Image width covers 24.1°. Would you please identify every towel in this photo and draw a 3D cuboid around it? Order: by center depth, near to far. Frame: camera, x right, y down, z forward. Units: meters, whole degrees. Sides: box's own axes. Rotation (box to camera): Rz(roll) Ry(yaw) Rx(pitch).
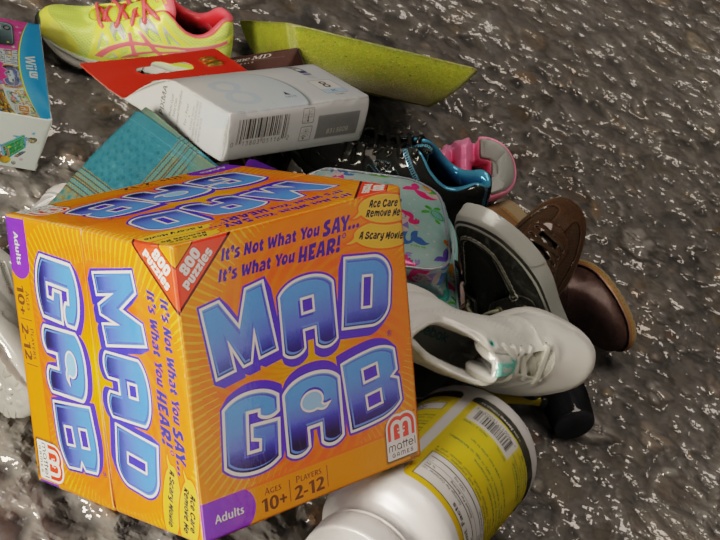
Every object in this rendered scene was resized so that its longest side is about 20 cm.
[{"bbox_3d":[-0.188,-0.019,1.333,0.147,0.022,0.200,39,81,18],"label":"towel"}]

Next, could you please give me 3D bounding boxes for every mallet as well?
[{"bbox_3d":[0.108,0.114,1.438,0.200,0.041,0.066,-2,46,-25],"label":"mallet"}]

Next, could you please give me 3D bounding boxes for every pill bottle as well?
[{"bbox_3d":[0.042,0.176,1.252,0.112,0.113,0.200,35,38,13],"label":"pill bottle"}]

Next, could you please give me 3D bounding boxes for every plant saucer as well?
[{"bbox_3d":[-0.010,-0.205,1.691,0.199,0.048,0.200,11,5,-19],"label":"plant saucer"}]

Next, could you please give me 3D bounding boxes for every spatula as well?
[{"bbox_3d":[-0.071,-0.078,1.381,0.056,0.021,0.200,27,8,-8],"label":"spatula"}]

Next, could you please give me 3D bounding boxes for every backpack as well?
[{"bbox_3d":[0.000,0.000,1.418,0.177,0.151,0.200,7,30,-1],"label":"backpack"}]

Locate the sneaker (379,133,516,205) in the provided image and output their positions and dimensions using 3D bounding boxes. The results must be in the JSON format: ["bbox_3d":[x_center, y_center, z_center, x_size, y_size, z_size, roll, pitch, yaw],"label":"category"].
[{"bbox_3d":[0.047,-0.086,1.625,0.200,0.095,0.079,4,79,0],"label":"sneaker"}]

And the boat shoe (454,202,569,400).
[{"bbox_3d":[0.121,0.030,1.373,0.071,0.200,0.064,17,59,44],"label":"boat shoe"}]

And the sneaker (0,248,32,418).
[{"bbox_3d":[-0.281,0.027,1.272,0.080,0.076,0.200,-19,55,-37],"label":"sneaker"}]

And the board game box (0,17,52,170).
[{"bbox_3d":[-0.379,-0.169,1.474,0.200,0.064,0.148,8,40,-24],"label":"board game box"}]

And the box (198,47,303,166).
[{"bbox_3d":[-0.115,-0.123,1.531,0.100,0.075,0.200,-7,30,18],"label":"box"}]

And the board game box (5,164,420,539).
[{"bbox_3d":[-0.103,0.047,1.185,0.200,0.200,0.200,-17,18,-40],"label":"board game box"}]

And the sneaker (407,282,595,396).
[{"bbox_3d":[0.103,0.066,1.300,0.200,0.075,0.088,13,12,-24],"label":"sneaker"}]

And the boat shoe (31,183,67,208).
[{"bbox_3d":[-0.193,0.006,1.369,0.200,0.072,0.069,38,59,6],"label":"boat shoe"}]

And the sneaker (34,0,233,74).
[{"bbox_3d":[-0.214,-0.239,1.635,0.200,0.090,0.078,6,42,-22],"label":"sneaker"}]

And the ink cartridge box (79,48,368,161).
[{"bbox_3d":[-0.116,-0.161,1.435,0.160,0.047,0.200,-14,38,-43],"label":"ink cartridge box"}]

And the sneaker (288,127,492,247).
[{"bbox_3d":[0.025,-0.100,1.511,0.200,0.082,0.073,27,42,-6],"label":"sneaker"}]

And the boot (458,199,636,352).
[{"bbox_3d":[0.137,0.032,1.547,0.166,0.072,0.200,-32,67,-34],"label":"boot"}]

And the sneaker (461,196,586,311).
[{"bbox_3d":[0.146,0.010,1.480,0.070,0.076,0.200,37,69,-1],"label":"sneaker"}]
